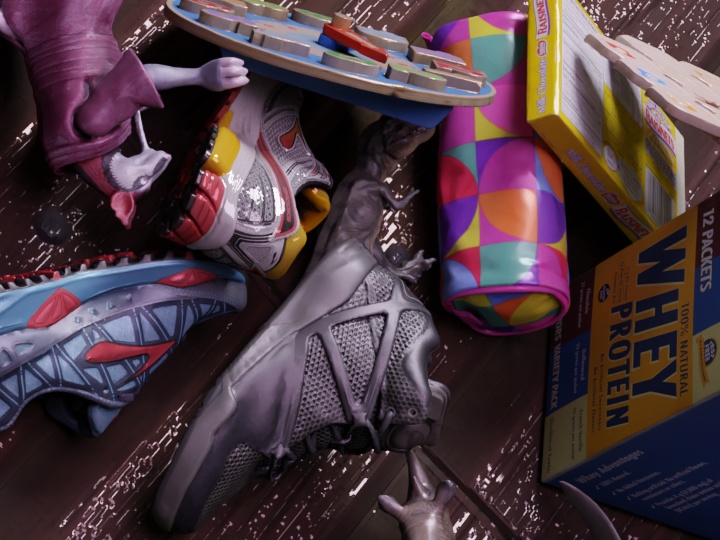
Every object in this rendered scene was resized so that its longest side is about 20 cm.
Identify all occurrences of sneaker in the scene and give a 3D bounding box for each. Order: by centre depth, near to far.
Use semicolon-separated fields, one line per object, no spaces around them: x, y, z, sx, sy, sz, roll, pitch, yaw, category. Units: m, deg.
-0.148;0.042;1.479;0.200;0.079;0.096;-11;96;-35;sneaker
-0.025;0.085;1.499;0.114;0.076;0.199;38;65;8;sneaker
-0.058;-0.051;1.530;0.082;0.078;0.200;31;28;-9;sneaker

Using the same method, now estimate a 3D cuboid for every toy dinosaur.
0.000;0.000;1.598;0.088;0.047;0.200;39;69;-32;toy dinosaur

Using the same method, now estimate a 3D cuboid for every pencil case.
0.084;-0.061;1.663;0.088;0.088;0.200;12;62;-29;pencil case

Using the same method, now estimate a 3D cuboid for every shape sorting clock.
-0.017;-0.130;1.570;0.200;0.200;0.039;14;102;-29;shape sorting clock

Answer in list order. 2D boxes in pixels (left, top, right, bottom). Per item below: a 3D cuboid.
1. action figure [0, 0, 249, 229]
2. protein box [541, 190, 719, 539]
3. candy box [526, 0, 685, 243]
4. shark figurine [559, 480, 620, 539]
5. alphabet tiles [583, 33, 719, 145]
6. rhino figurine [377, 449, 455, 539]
-0.159;-0.118;1.489;0.149;0.134;0.200;-5;72;-31;action figure
0.249;0.068;1.639;0.200;0.198;0.135;20;59;-26;protein box
0.156;-0.088;1.693;0.200;0.026;0.102;44;38;-48;candy box
0.153;0.187;1.518;0.215;0.128;0.090;-66;144;-61;shark figurine
0.231;-0.086;1.633;0.195;0.015;0.200;20;18;-33;alphabet tiles
0.047;0.194;1.514;0.087;0.060;0.200;50;29;-68;rhino figurine
